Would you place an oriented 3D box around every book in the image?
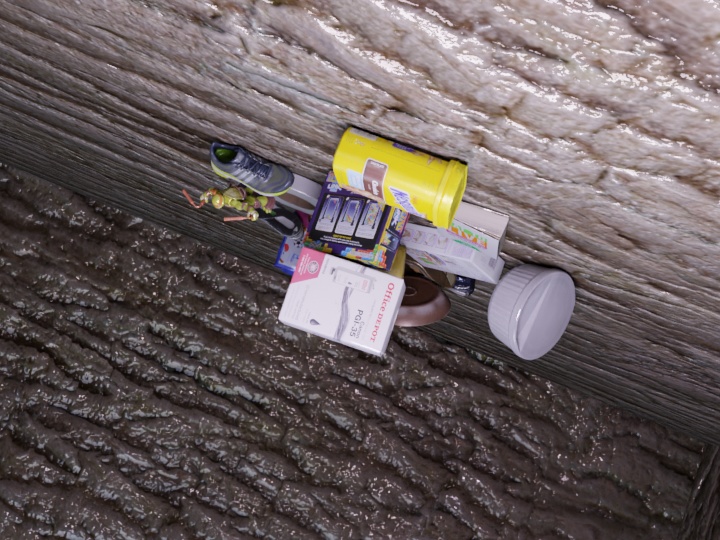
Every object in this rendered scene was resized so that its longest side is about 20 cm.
[{"bbox_3d":[0.209,-0.082,1.499,0.133,0.048,0.200,24,174,12],"label":"book"}]

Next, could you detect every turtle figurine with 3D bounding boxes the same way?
[{"bbox_3d":[-0.273,-0.158,1.698,0.199,0.065,0.161,20,-162,32],"label":"turtle figurine"}]

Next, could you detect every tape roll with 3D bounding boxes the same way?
[{"bbox_3d":[-0.142,-0.174,1.779,0.202,0.037,0.203,21,172,3],"label":"tape roll"}]

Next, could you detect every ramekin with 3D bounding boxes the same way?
[{"bbox_3d":[0.353,0.078,1.653,0.094,0.203,0.202,28,178,42],"label":"ramekin"}]

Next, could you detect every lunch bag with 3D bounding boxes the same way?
[{"bbox_3d":[-0.107,-0.051,2.024,0.199,0.171,0.124,23,171,-20],"label":"lunch bag"}]

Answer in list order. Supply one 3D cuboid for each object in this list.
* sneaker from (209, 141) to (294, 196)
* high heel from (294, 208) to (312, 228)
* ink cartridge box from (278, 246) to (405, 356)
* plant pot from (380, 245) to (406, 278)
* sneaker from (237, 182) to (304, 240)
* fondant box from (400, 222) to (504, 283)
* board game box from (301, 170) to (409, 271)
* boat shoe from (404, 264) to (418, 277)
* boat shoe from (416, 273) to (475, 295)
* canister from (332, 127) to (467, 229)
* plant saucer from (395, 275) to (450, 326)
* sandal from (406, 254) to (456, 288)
[{"bbox_3d":[-0.233,-0.214,1.647,0.199,0.074,0.081,18,168,12],"label":"sneaker"},{"bbox_3d":[-0.079,-0.114,1.858,0.200,0.068,0.096,32,170,14],"label":"high heel"},{"bbox_3d":[-0.031,0.057,1.453,0.199,0.147,0.083,18,172,6],"label":"ink cartridge box"},{"bbox_3d":[0.000,0.000,1.711,0.188,0.202,0.201,6,170,5],"label":"plant pot"},{"bbox_3d":[-0.219,-0.136,1.932,0.200,0.076,0.115,40,173,14],"label":"sneaker"},{"bbox_3d":[0.196,-0.039,1.728,0.199,0.058,0.144,14,168,37],"label":"fondant box"},{"bbox_3d":[-0.004,-0.097,1.483,0.199,0.166,0.057,13,169,44],"label":"board game box"},{"bbox_3d":[0.099,0.010,1.936,0.062,0.073,0.201,-9,113,40],"label":"boat shoe"},{"bbox_3d":[0.193,-0.006,1.949,0.199,0.075,0.093,19,157,8],"label":"boat shoe"},{"bbox_3d":[0.064,-0.149,1.271,0.199,0.087,0.149,21,171,10],"label":"canister"},{"bbox_3d":[0.108,0.061,1.800,0.199,0.037,0.201,1,-152,0],"label":"plant saucer"},{"bbox_3d":[0.141,-0.026,1.869,0.199,0.081,0.054,29,160,-11],"label":"sandal"}]
